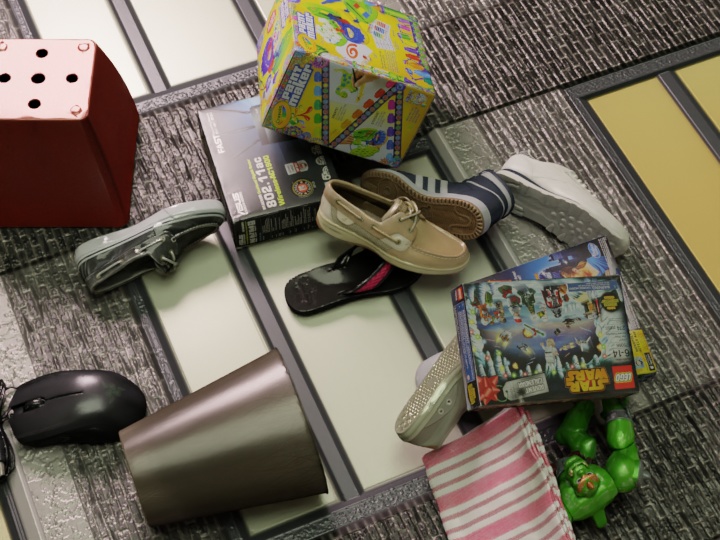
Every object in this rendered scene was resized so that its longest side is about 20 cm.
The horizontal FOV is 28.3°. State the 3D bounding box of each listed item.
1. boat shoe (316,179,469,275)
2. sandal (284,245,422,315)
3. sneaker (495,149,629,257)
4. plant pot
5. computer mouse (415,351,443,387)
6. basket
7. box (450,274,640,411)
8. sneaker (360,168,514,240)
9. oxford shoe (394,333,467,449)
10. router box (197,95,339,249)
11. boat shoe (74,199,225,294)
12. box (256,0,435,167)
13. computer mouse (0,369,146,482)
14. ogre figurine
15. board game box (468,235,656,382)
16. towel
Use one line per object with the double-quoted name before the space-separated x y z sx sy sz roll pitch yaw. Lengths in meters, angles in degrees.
"boat shoe" 0.044 -0.055 1.762 0.199 0.065 0.072 22 39 7
"sandal" 0.000 0.000 1.783 0.199 0.045 0.075 -21 59 -15
"sneaker" 0.268 -0.091 1.839 0.200 0.077 0.080 35 52 19
"plant pot" -0.399 -0.188 1.823 0.199 0.177 0.201 0 55 -1
"computer mouse" 0.165 0.118 1.708 0.199 0.044 0.110 -8 57 -7
"basket" -0.159 0.199 1.596 0.199 0.136 0.181 -18 63 -9
"box" 0.205 0.079 1.584 0.199 0.040 0.138 -4 77 -20
"sneaker" 0.103 -0.097 1.840 0.199 0.070 0.108 20 33 34
"oxford shoe" 0.118 0.122 1.627 0.058 0.075 0.200 38 86 -17
"router box" -0.118 -0.137 1.863 0.149 0.062 0.201 -15 57 -10
"boat shoe" -0.256 -0.024 1.789 0.199 0.072 0.071 -23 68 -4
"box" -0.024 -0.261 1.849 0.192 0.122 0.200 16 36 -18
"computer mouse" -0.350 0.163 1.660 0.199 0.053 0.139 -10 56 -8
"ogre figurine" 0.239 0.224 1.607 0.199 0.098 0.120 -18 48 -21
"board game box" 0.223 0.064 1.694 0.199 0.062 0.201 -7 55 -10
"towel" 0.151 0.262 1.567 0.146 0.030 0.201 -34 56 25
